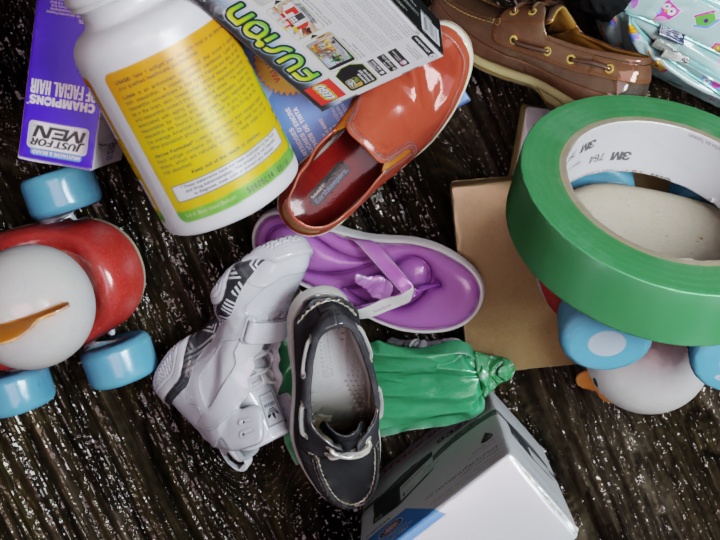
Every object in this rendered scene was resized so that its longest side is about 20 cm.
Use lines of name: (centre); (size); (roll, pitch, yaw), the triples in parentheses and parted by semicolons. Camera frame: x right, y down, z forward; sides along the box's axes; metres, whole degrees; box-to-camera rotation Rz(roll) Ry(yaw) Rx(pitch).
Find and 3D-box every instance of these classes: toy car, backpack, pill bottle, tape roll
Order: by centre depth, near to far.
tape roll: (0.198, -0.039, 0.775); (0.200, 0.201, 0.048); (9, 134, -2)
pill bottle: (-0.134, -0.135, 0.835); (0.111, 0.111, 0.200); (-24, 113, 4)
toy car: (0.205, 0.042, 0.884); (0.177, 0.184, 0.200); (9, 133, -2)
backpack: (0.262, -0.203, 0.901); (0.200, 0.167, 0.127); (27, 115, -8)
toy car: (-0.266, 0.028, 0.905); (0.177, 0.200, 0.185); (-16, 99, 3)

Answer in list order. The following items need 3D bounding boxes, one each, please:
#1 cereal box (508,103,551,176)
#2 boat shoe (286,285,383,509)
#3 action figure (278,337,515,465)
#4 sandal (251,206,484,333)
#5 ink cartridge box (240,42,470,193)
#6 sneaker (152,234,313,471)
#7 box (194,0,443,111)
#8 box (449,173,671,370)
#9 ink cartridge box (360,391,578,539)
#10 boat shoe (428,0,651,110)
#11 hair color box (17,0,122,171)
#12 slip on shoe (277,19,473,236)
cereal box: (0.220, -0.053, 0.972); (0.200, 0.040, 0.144); (7, 103, -2)
boat shoe: (-0.015, 0.111, 0.913); (0.074, 0.060, 0.200); (-10, 116, -14)
action figure: (0.030, 0.094, 0.969); (0.200, 0.055, 0.118); (-7, 103, 19)
sandal: (-0.001, 0.007, 0.953); (0.202, 0.050, 0.083); (16, 115, 16)
ink cartridge box: (-0.032, -0.146, 0.940); (0.200, 0.076, 0.137); (-29, 99, 6)
sneaker: (-0.079, 0.070, 0.944); (0.115, 0.075, 0.200); (49, 119, 17)
box: (-0.041, -0.190, 0.792); (0.110, 0.035, 0.200); (-20, 145, 27)
box: (0.179, -0.002, 0.954); (0.200, 0.021, 0.164); (-6, 106, 3)
ink cartridge box: (0.079, 0.188, 0.934); (0.145, 0.200, 0.084); (-40, 96, 6)
boat shoe: (0.139, -0.176, 0.900); (0.200, 0.072, 0.068); (37, 127, 28)
hair color box: (-0.213, -0.184, 0.915); (0.065, 0.109, 0.200); (8, 99, -1)
slip on shoe: (0.012, -0.103, 0.880); (0.074, 0.061, 0.200); (42, 97, -8)
